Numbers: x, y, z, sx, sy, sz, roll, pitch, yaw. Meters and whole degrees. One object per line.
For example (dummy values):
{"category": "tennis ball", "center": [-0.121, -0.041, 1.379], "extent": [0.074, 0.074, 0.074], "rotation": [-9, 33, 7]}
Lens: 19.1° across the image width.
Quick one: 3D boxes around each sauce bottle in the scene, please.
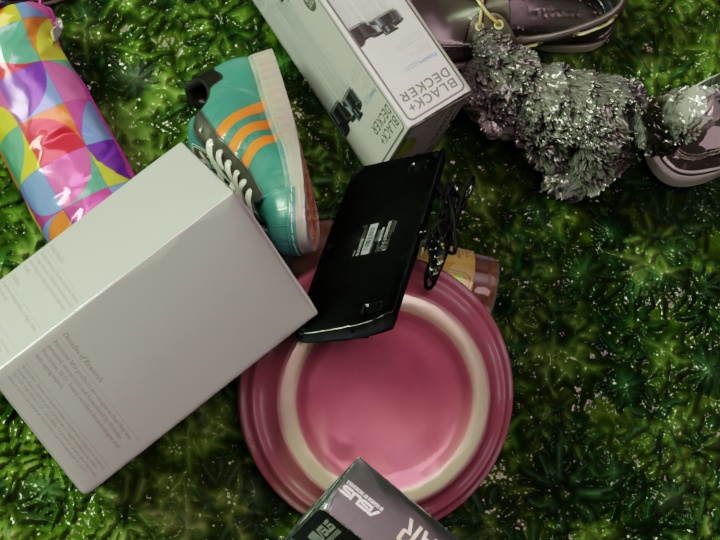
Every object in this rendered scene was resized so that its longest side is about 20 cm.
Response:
{"category": "sauce bottle", "center": [0.000, 0.000, 1.560], "extent": [0.198, 0.065, 0.065], "rotation": [11, 70, -8]}

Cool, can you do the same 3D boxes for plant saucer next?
{"category": "plant saucer", "center": [0.014, 0.089, 1.507], "extent": [0.199, 0.051, 0.202], "rotation": [0, 92, -9]}

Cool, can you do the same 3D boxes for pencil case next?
{"category": "pencil case", "center": [-0.220, -0.100, 1.527], "extent": [0.088, 0.088, 0.201], "rotation": [-24, 82, -19]}

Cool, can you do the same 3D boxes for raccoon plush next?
{"category": "raccoon plush", "center": [0.160, -0.140, 1.579], "extent": [0.134, 0.200, 0.097], "rotation": [38, 49, -21]}

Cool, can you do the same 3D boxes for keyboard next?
{"category": "keyboard", "center": [0.025, -0.011, 1.494], "extent": [0.103, 0.040, 0.201], "rotation": [-10, 36, 23]}

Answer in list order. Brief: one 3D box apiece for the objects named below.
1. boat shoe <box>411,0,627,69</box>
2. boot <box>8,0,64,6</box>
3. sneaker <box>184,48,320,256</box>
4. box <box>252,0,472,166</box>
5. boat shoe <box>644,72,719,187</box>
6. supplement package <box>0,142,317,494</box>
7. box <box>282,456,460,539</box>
{"category": "boat shoe", "center": [0.108, -0.201, 1.651], "extent": [0.199, 0.061, 0.072], "rotation": [-7, 75, -16]}
{"category": "boot", "center": [-0.247, -0.238, 1.557], "extent": [0.199, 0.097, 0.075], "rotation": [-27, 80, -20]}
{"category": "sneaker", "center": [-0.080, -0.078, 1.540], "extent": [0.079, 0.072, 0.201], "rotation": [-15, 44, -1]}
{"category": "box", "center": [-0.008, -0.178, 1.586], "extent": [0.060, 0.117, 0.201], "rotation": [-31, 83, -21]}
{"category": "boat shoe", "center": [0.306, -0.137, 1.677], "extent": [0.199, 0.064, 0.071], "rotation": [-35, 83, -21]}
{"category": "supplement package", "center": [-0.152, 0.029, 1.439], "extent": [0.200, 0.117, 0.118], "rotation": [-38, 119, -6]}
{"category": "box", "center": [0.026, 0.211, 1.423], "extent": [0.160, 0.200, 0.044], "rotation": [39, 68, 1]}
